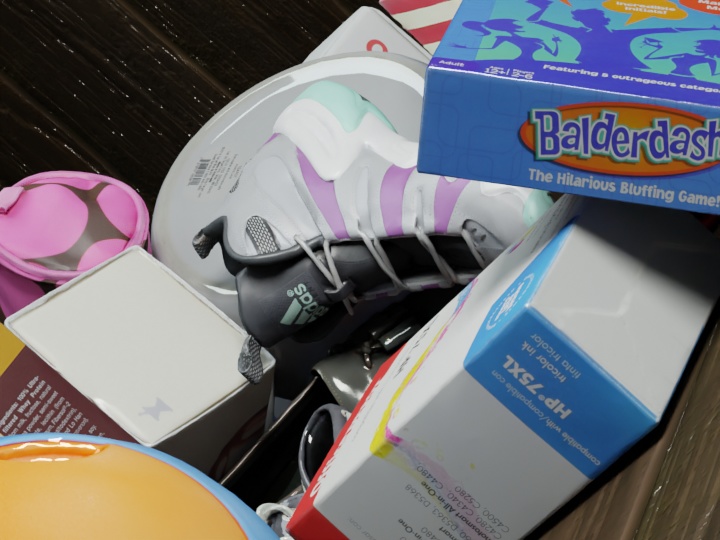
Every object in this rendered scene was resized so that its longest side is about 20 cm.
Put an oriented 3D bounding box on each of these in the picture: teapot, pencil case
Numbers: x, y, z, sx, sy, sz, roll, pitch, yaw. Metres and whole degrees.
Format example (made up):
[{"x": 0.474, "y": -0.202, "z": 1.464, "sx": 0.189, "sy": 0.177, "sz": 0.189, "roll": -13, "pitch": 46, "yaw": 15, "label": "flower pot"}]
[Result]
[{"x": -0.002, "y": 0.001, "z": 1.489, "sx": 0.199, "sy": 0.146, "sz": 0.198, "roll": -31, "pitch": 40, "yaw": -1, "label": "teapot"}, {"x": -0.152, "y": 0.035, "z": 1.488, "sx": 0.091, "sy": 0.093, "sz": 0.201, "roll": -46, "pitch": -23, "yaw": -36, "label": "pencil case"}]

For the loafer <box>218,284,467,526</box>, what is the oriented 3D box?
[{"x": -0.009, "y": 0.074, "z": 1.362, "sx": 0.200, "sy": 0.063, "sz": 0.072, "roll": -52, "pitch": 34, "yaw": -1, "label": "loafer"}]

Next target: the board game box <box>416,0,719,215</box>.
[{"x": 0.112, "y": -0.079, "z": 1.136, "sx": 0.200, "sy": 0.151, "sz": 0.045, "roll": -65, "pitch": -19, "yaw": -66, "label": "board game box"}]

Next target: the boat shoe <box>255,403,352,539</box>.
[{"x": -0.024, "y": 0.123, "z": 1.244, "sx": 0.073, "sy": 0.063, "sz": 0.200, "roll": -47, "pitch": 6, "yaw": 32, "label": "boat shoe"}]

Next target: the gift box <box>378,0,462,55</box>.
[{"x": 0.109, "y": -0.155, "z": 1.406, "sx": 0.185, "sy": 0.200, "sz": 0.187, "roll": -54, "pitch": 8, "yaw": 0, "label": "gift box"}]

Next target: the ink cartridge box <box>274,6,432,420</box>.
[{"x": -0.010, "y": -0.025, "z": 1.642, "sx": 0.200, "sy": 0.144, "sz": 0.085, "roll": -52, "pitch": 8, "yaw": -28, "label": "ink cartridge box"}]

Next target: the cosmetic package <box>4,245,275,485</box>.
[{"x": -0.113, "y": 0.101, "z": 1.415, "sx": 0.087, "sy": 0.103, "sz": 0.201, "roll": -33, "pitch": -29, "yaw": -35, "label": "cosmetic package"}]

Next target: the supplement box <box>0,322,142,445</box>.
[{"x": -0.163, "y": 0.165, "z": 1.322, "sx": 0.197, "sy": 0.200, "sz": 0.133, "roll": -41, "pitch": 9, "yaw": 49, "label": "supplement box"}]

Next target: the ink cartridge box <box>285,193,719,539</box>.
[{"x": 0.046, "y": 0.058, "z": 1.136, "sx": 0.200, "sy": 0.067, "sz": 0.116, "roll": -45, "pitch": 8, "yaw": 38, "label": "ink cartridge box"}]

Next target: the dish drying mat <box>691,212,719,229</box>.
[{"x": 0.109, "y": -0.007, "z": 1.309, "sx": 0.077, "sy": 0.018, "sz": 0.200, "roll": -50, "pitch": 7, "yaw": -3, "label": "dish drying mat"}]

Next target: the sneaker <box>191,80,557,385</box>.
[{"x": 0.000, "y": 0.000, "z": 1.331, "sx": 0.140, "sy": 0.078, "sz": 0.200, "roll": -47, "pitch": 36, "yaw": -16, "label": "sneaker"}]

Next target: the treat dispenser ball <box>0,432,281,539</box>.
[{"x": -0.102, "y": 0.153, "z": 0.972, "sx": 0.201, "sy": 0.201, "sz": 0.201, "roll": -48, "pitch": 6, "yaw": 7, "label": "treat dispenser ball"}]
